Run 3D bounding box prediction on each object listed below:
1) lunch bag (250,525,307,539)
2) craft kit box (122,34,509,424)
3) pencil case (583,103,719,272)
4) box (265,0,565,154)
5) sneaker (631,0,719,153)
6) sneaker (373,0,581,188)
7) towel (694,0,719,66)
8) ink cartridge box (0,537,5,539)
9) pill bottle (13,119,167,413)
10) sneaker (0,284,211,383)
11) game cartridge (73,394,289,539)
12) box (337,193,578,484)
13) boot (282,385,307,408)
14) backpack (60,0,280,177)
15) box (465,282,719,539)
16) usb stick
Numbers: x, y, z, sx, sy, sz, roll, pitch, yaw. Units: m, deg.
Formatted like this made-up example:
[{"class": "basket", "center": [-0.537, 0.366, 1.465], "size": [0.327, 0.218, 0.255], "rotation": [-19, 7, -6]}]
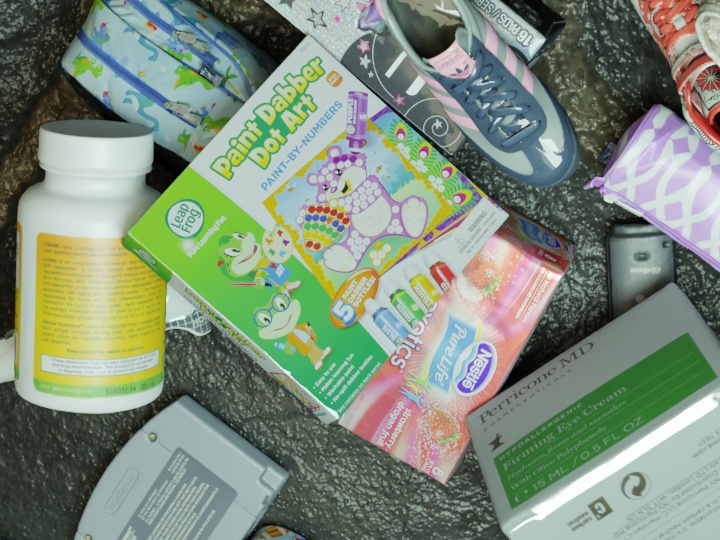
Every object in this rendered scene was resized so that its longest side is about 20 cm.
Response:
[{"class": "lunch bag", "center": [-0.042, 0.324, 1.471], "size": [0.200, 0.076, 0.160], "rotation": [33, 111, 6]}, {"class": "craft kit box", "center": [-0.030, -0.030, 1.237], "size": [0.197, 0.049, 0.200], "rotation": [40, 74, -1]}, {"class": "pencil case", "center": [0.266, -0.039, 1.290], "size": [0.200, 0.084, 0.086], "rotation": [36, 74, 6]}, {"class": "box", "center": [0.035, -0.196, 1.289], "size": [0.200, 0.132, 0.115], "rotation": [39, 109, 2]}, {"class": "sneaker", "center": [0.243, -0.171, 1.253], "size": [0.067, 0.108, 0.202], "rotation": [-30, 94, 20]}, {"class": "sneaker", "center": [0.074, -0.131, 1.184], "size": [0.070, 0.082, 0.200], "rotation": [-40, 96, 17]}, {"class": "towel", "center": [0.304, -0.134, 1.212], "size": [0.200, 0.133, 0.034], "rotation": [45, 123, -15]}, {"class": "ink cartridge box", "center": [-0.365, 0.305, 1.546], "size": [0.200, 0.083, 0.147], "rotation": [28, 109, 6]}, {"class": "pill bottle", "center": [-0.196, -0.006, 1.277], "size": [0.111, 0.111, 0.200], "rotation": [7, 104, 13]}, {"class": "sneaker", "center": [-0.215, 0.053, 1.387], "size": [0.200, 0.076, 0.081], "rotation": [-25, 105, 21]}, {"class": "game cartridge", "center": [-0.164, 0.210, 1.491], "size": [0.133, 0.042, 0.200], "rotation": [38, 110, 11]}, {"class": "box", "center": [0.077, 0.051, 1.359], "size": [0.103, 0.095, 0.200], "rotation": [30, 109, 5]}, {"class": "boot", "center": [0.000, 0.000, 1.343], "size": [0.069, 0.174, 0.200], "rotation": [23, 137, 48]}, {"class": "backpack", "center": [-0.133, -0.139, 1.348], "size": [0.200, 0.163, 0.154], "rotation": [22, 100, 16]}, {"class": "box", "center": [0.218, 0.160, 1.266], "size": [0.199, 0.171, 0.200], "rotation": [-34, 111, 8]}, {"class": "usb stick", "center": [0.222, 0.060, 1.355], "size": [0.055, 0.033, 0.200], "rotation": [-1, 103, 16]}]
